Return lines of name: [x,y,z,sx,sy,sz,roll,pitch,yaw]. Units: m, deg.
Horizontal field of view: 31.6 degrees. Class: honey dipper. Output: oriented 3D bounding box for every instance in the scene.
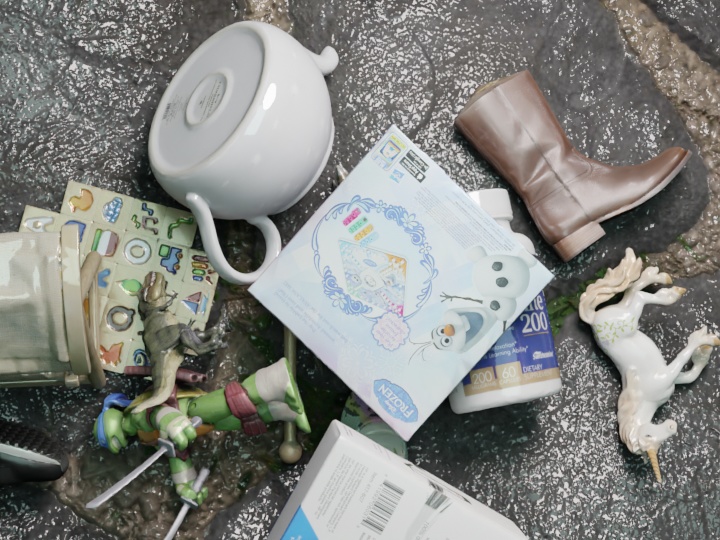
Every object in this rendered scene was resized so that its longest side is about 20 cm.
honey dipper: [-0.066,0.084,1.231,0.037,0.038,0.203,-1,85,-8]

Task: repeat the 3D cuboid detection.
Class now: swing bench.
swing bench: [-0.331,0.041,1.108,0.196,0.200,0.132,-3,84,-6]

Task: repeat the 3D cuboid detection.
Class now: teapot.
teapot: [-0.095,-0.121,1.198,0.200,0.198,0.146,-45,129,13]

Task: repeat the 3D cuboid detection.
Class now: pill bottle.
pill bottle: [0.122,0.029,1.225,0.109,0.111,0.203,-10,83,-9]

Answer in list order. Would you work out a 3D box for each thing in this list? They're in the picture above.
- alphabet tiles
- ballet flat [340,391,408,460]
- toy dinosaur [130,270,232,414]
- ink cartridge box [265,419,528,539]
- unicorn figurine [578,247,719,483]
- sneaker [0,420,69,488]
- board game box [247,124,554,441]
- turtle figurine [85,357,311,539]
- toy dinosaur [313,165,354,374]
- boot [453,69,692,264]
alphabet tiles: [-0.240,0.010,1.230,0.197,0.006,0.169,14,81,-6]
ballet flat: [0.015,0.210,1.205,0.068,0.071,0.203,3,81,-9]
toy dinosaur: [-0.162,0.064,1.154,0.087,0.201,0.048,-15,122,0]
ink cartridge box: [0.028,0.248,1.126,0.198,0.084,0.147,31,90,-7]
unicorn figurine: [0.287,0.091,1.267,0.137,0.074,0.201,-35,74,-2]
sneaker: [-0.368,0.183,1.163,0.197,0.070,0.091,11,95,-6]
board game box: [0.036,0.011,1.150,0.200,0.043,0.199,43,91,2]
turtle figurine: [-0.139,0.167,1.148,0.191,0.201,0.145,-18,123,-1]
toy dinosaur: [0.000,0.000,1.225,0.076,0.102,0.203,5,91,3]
boot: [0.214,-0.137,1.291,0.185,0.064,0.201,-35,84,-13]
